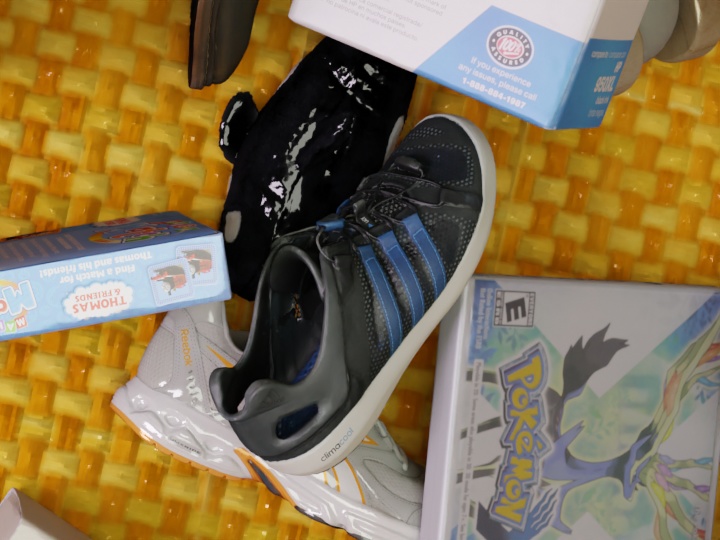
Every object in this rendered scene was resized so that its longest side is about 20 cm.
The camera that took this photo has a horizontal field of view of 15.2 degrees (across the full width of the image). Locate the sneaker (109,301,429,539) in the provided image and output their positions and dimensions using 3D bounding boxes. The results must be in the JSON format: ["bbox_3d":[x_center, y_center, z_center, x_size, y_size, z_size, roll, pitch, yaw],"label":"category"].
[{"bbox_3d":[-0.018,0.074,1.339,0.199,0.076,0.092,25,91,-13],"label":"sneaker"}]

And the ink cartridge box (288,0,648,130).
[{"bbox_3d":[0.074,-0.184,1.255,0.144,0.084,0.201,25,102,19],"label":"ink cartridge box"}]

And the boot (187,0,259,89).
[{"bbox_3d":[-0.024,-0.177,1.321,0.097,0.075,0.201,14,89,-9],"label":"boot"}]

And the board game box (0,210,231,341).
[{"bbox_3d":[-0.170,0.008,1.265,0.199,0.151,0.037,-11,97,-10],"label":"board game box"}]

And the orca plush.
[{"bbox_3d":[0.001,-0.069,1.335,0.200,0.071,0.105,-42,101,-6],"label":"orca plush"}]

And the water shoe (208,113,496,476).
[{"bbox_3d":[0.000,0.000,1.280,0.079,0.071,0.201,45,64,-43],"label":"water shoe"}]

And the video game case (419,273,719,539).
[{"bbox_3d":[0.109,0.104,1.361,0.182,0.022,0.201,3,94,-36],"label":"video game case"}]

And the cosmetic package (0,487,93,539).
[{"bbox_3d":[-0.116,0.207,1.323,0.200,0.087,0.104,34,88,-12],"label":"cosmetic package"}]

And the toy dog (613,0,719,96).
[{"bbox_3d":[0.112,-0.180,1.343,0.132,0.096,0.201,9,82,-45],"label":"toy dog"}]
